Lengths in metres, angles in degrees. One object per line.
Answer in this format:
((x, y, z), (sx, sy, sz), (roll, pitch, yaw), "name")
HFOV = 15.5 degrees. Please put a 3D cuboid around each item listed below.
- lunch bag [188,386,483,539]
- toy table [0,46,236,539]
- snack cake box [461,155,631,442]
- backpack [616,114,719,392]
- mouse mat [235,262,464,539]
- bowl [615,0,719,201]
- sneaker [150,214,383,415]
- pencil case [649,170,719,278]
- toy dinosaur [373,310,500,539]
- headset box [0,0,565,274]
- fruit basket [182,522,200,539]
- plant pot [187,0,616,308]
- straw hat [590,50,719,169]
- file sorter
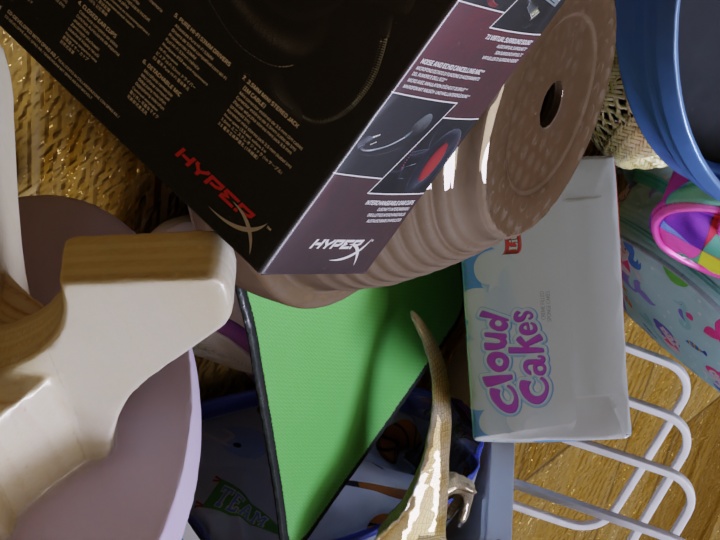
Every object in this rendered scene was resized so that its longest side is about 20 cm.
((-0.045, 0.141, 1.217), (0.200, 0.124, 0.170), (-13, 139, -44), "lunch bag")
((-0.124, 0.030, 0.835), (0.183, 0.200, 0.117), (-11, 142, 0), "toy table")
((0.080, 0.014, 1.148), (0.200, 0.067, 0.116), (24, 64, -85), "snack cake box")
((0.206, -0.023, 1.326), (0.150, 0.177, 0.200), (-41, 147, -15), "backpack")
((0.000, 0.000, 1.060), (0.161, 0.008, 0.200), (-53, 150, -35), "mouse mat")
((0.176, -0.122, 1.064), (0.200, 0.039, 0.201), (-20, 119, -40), "bowl")
((-0.033, -0.002, 1.091), (0.100, 0.075, 0.200), (-69, 157, -7), "sneaker")
((0.195, -0.092, 1.201), (0.088, 0.088, 0.201), (68, 38, -66), "pencil case")
((0.024, 0.118, 1.113), (0.101, 0.058, 0.201), (2, 117, -54), "toy dinosaur")
((-0.007, -0.121, 0.796), (0.200, 0.149, 0.075), (-54, 159, 17), "headset box")
((-0.111, 0.202, 1.062), (0.185, 0.200, 0.094), (-35, 176, 5), "fruit basket")
((0.029, -0.074, 0.939), (0.201, 0.092, 0.201), (-45, 146, -43), "plant pot")
((0.130, -0.090, 1.127), (0.201, 0.085, 0.201), (-35, 170, -7), "straw hat")
((0.093, 0.134, 1.324), (0.200, 0.124, 0.139), (-83, -164, -54), "file sorter")
